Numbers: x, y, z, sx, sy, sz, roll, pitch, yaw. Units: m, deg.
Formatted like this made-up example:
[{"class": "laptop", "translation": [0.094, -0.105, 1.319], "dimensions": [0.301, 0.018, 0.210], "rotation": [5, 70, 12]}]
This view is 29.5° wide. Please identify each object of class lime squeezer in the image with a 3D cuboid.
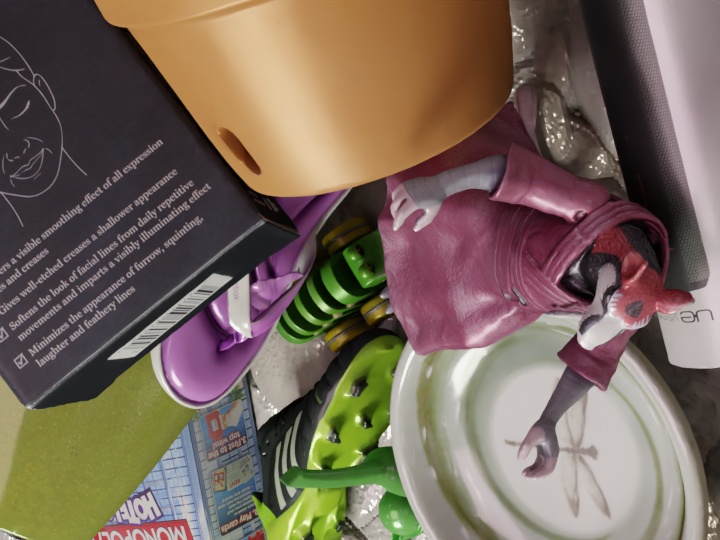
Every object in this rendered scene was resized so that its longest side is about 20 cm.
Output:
[{"class": "lime squeezer", "translation": [0.014, 0.149, 0.828], "dimensions": [0.038, 0.071, 0.200], "rotation": [20, 154, 29]}]

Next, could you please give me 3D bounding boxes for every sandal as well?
[{"class": "sandal", "translation": [-0.053, -0.013, 0.766], "dimensions": [0.050, 0.082, 0.203], "rotation": [26, 88, 52]}]

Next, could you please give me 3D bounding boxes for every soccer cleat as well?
[{"class": "soccer cleat", "translation": [-0.028, 0.104, 0.860], "dimensions": [0.081, 0.067, 0.200], "rotation": [50, 135, 34]}]

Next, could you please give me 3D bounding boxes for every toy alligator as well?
[{"class": "toy alligator", "translation": [0.000, 0.000, 0.797], "dimensions": [0.200, 0.054, 0.059], "rotation": [-39, 78, 44]}]

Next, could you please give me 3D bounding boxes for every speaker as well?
[{"class": "speaker", "translation": [0.154, -0.060, 0.610], "dimensions": [0.081, 0.081, 0.200], "rotation": [-8, 100, 45]}]

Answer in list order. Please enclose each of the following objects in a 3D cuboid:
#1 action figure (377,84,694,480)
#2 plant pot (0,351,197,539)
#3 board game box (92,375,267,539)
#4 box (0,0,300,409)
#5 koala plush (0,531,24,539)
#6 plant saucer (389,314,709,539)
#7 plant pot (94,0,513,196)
[{"class": "action figure", "translation": [0.088, -0.003, 0.619], "dimensions": [0.200, 0.149, 0.134], "rotation": [13, 127, 60]}, {"class": "plant pot", "translation": [-0.173, 0.062, 0.833], "dimensions": [0.187, 0.187, 0.200], "rotation": [11, 75, 41]}, {"class": "board game box", "translation": [-0.134, 0.181, 0.990], "dimensions": [0.200, 0.062, 0.200], "rotation": [-16, 93, 46]}, {"class": "box", "translation": [-0.154, -0.053, 0.697], "dimensions": [0.148, 0.107, 0.200], "rotation": [-38, 85, 4]}, {"class": "koala plush", "translation": [-0.334, 0.163, 1.056], "dimensions": [0.177, 0.200, 0.184], "rotation": [29, 123, 51]}, {"class": "plant saucer", "translation": [0.105, 0.099, 0.738], "dimensions": [0.200, 0.050, 0.200], "rotation": [17, 116, 39]}, {"class": "plant pot", "translation": [-0.015, -0.126, 0.625], "dimensions": [0.200, 0.200, 0.140], "rotation": [1, 122, 43]}]
